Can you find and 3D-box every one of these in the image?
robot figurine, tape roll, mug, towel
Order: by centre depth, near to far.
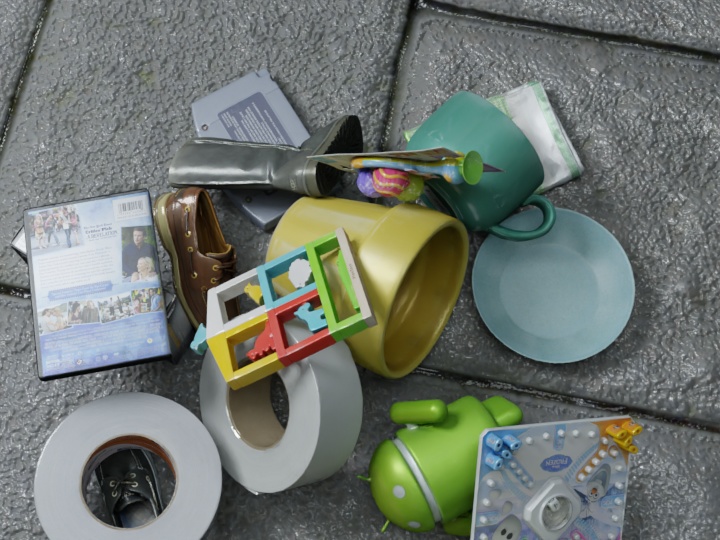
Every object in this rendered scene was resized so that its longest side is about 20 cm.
[{"bbox_3d":[-0.253,0.239,1.183,0.200,0.066,0.201,4,67,-8],"label":"tape roll"},{"bbox_3d":[-0.093,0.146,1.207,0.071,0.202,0.203,-4,63,-48],"label":"tape roll"},{"bbox_3d":[0.097,0.220,1.220,0.200,0.116,0.176,-26,104,-9],"label":"robot figurine"},{"bbox_3d":[0.138,-0.113,1.288,0.114,0.152,0.185,-43,58,-10],"label":"mug"},{"bbox_3d":[0.172,-0.155,1.394,0.200,0.031,0.149,-21,72,-7],"label":"towel"}]

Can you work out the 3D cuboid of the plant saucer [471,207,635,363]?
[{"bbox_3d":[0.236,0.021,1.330,0.200,0.039,0.202,0,72,0],"label":"plant saucer"}]

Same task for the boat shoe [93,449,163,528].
[{"bbox_3d":[-0.261,0.265,1.236,0.069,0.057,0.200,-23,73,-8],"label":"boat shoe"}]

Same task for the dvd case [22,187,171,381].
[{"bbox_3d":[-0.290,0.013,1.176,0.142,0.018,0.200,-10,71,-3],"label":"dvd case"}]

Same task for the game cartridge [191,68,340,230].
[{"bbox_3d":[-0.131,-0.155,1.391,0.133,0.041,0.200,-28,73,-13],"label":"game cartridge"}]

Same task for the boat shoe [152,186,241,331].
[{"bbox_3d":[-0.184,-0.005,1.289,0.067,0.072,0.201,-17,95,31],"label":"boat shoe"}]

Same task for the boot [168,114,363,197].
[{"bbox_3d":[-0.113,-0.143,1.331,0.200,0.073,0.182,0,25,26],"label":"boot"}]

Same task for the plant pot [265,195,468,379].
[{"bbox_3d":[0.000,0.000,1.266,0.189,0.201,0.201,25,72,25],"label":"plant pot"}]

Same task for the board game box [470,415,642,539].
[{"bbox_3d":[0.214,0.264,1.168,0.200,0.026,0.201,-1,101,-25],"label":"board game box"}]

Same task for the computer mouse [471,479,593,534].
[{"bbox_3d":[0.214,0.290,1.211,0.200,0.046,0.141,-19,113,-33],"label":"computer mouse"}]

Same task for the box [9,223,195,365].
[{"bbox_3d":[-0.299,0.025,1.265,0.200,0.158,0.048,30,73,9],"label":"box"}]

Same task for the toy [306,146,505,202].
[{"bbox_3d":[0.047,-0.102,1.190,0.200,0.115,0.047,-2,80,43],"label":"toy"}]

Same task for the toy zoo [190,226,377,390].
[{"bbox_3d":[-0.090,0.045,1.147,0.200,0.020,0.131,-26,49,8],"label":"toy zoo"}]
